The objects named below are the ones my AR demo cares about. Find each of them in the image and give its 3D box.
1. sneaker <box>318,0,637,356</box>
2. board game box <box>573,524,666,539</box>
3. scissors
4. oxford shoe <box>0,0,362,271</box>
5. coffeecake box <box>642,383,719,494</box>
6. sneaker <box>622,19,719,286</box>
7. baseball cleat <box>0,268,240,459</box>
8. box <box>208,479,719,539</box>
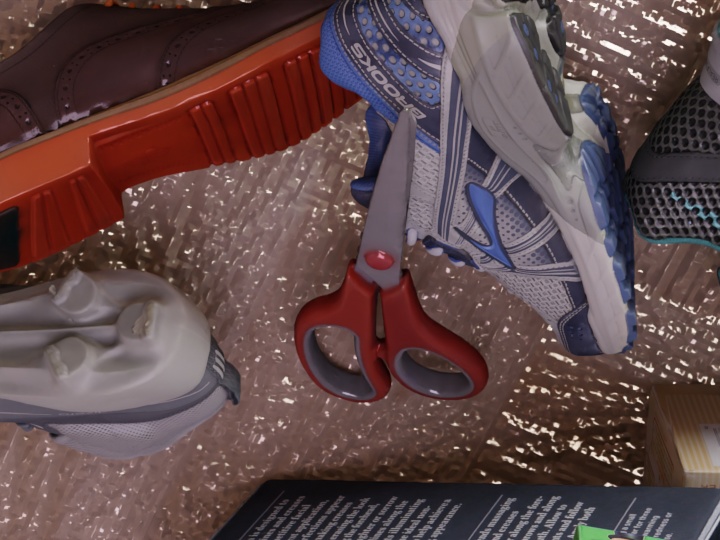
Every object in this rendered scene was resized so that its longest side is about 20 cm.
[{"bbox_3d":[0.043,-0.037,0.754,0.085,0.077,0.200,-11,138,18],"label":"sneaker"},{"bbox_3d":[0.114,0.188,0.693,0.134,0.029,0.201,11,109,-2],"label":"board game box"},{"bbox_3d":[0.000,0.000,0.749,0.073,0.014,0.200,6,152,15],"label":"scissors"},{"bbox_3d":[-0.066,-0.074,0.749,0.199,0.073,0.071,-24,158,-10],"label":"oxford shoe"},{"bbox_3d":[0.189,0.149,0.853,0.152,0.073,0.201,-1,115,-2],"label":"coffeecake box"},{"bbox_3d":[0.174,-0.008,0.778,0.200,0.078,0.091,35,112,-23],"label":"sneaker"},{"bbox_3d":[-0.143,0.040,0.798,0.199,0.070,0.107,4,154,20],"label":"baseball cleat"},{"bbox_3d":[0.041,0.167,0.794,0.199,0.107,0.149,-2,111,28],"label":"box"}]
